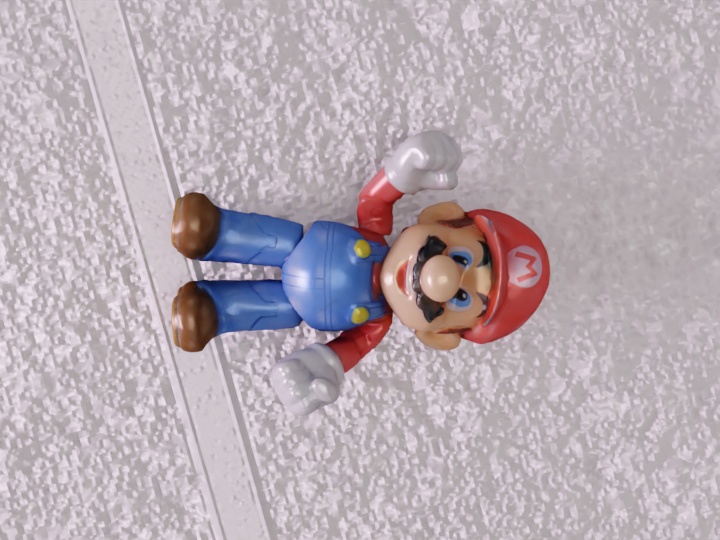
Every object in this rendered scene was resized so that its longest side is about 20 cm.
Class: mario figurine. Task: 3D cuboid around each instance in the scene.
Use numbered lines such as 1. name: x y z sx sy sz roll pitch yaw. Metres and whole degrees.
1. mario figurine: 0.000 0.000 1.013 0.198 0.106 0.124 -1 131 1
